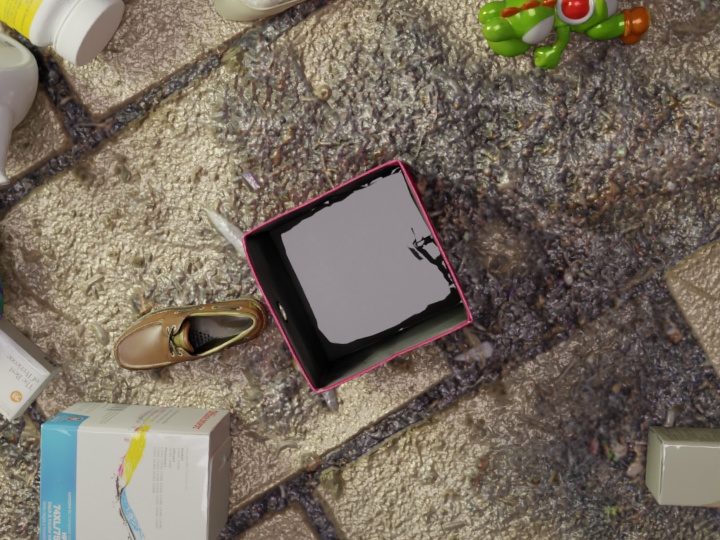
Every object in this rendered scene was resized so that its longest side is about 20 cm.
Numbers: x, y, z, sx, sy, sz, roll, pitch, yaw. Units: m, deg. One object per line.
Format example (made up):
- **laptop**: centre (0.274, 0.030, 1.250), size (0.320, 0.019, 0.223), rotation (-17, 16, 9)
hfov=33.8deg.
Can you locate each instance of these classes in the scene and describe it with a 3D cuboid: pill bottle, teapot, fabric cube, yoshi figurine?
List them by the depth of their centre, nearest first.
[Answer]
- **fabric cube**: centre (0.000, 0.000, 1.363), size (0.199, 0.199, 0.197), rotation (-25, 94, 4)
- **teapot**: centre (-0.483, -0.205, 1.390), size (0.197, 0.200, 0.146), rotation (16, 113, -13)
- **yoshi figurine**: centre (0.229, -0.298, 1.394), size (0.199, 0.113, 0.112), rotation (-10, 135, -10)
- **pill bottle**: centre (-0.387, -0.338, 1.398), size (0.200, 0.114, 0.114), rotation (36, 95, 0)

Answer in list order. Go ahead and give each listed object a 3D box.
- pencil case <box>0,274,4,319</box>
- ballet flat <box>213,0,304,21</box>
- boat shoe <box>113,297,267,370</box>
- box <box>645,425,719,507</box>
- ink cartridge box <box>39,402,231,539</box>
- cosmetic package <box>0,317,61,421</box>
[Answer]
- **pencil case**: centre (-0.480, -0.026, 1.414), size (0.085, 0.092, 0.201), rotation (-17, 74, 17)
- **ballet flat**: centre (-0.083, -0.347, 1.406), size (0.199, 0.069, 0.070), rotation (-16, 94, 4)
- **boat shoe**: centre (-0.213, 0.076, 1.444), size (0.199, 0.068, 0.072), rotation (-19, 95, 5)
- **box**: centre (0.448, 0.235, 1.412), size (0.199, 0.095, 0.078), rotation (2, 95, 4)
- **ink cartridge box**: centre (-0.265, 0.245, 1.422), size (0.199, 0.147, 0.147), rotation (2, 94, 3)
- **cosmetic package**: centre (-0.477, 0.088, 1.468), size (0.200, 0.051, 0.083), rotation (41, 96, -1)
